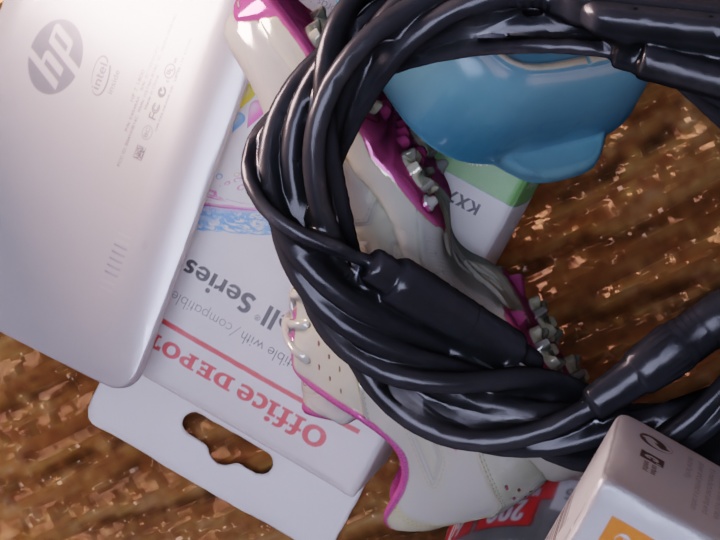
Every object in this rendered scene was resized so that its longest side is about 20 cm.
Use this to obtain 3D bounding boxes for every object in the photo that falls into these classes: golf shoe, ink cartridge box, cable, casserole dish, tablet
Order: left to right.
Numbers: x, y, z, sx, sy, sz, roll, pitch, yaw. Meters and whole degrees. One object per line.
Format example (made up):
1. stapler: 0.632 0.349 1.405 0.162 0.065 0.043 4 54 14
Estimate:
1. tablet: -0.092 -0.070 1.080 0.130 0.014 0.201 24 95 39
2. ink cartridge box: -0.019 0.000 1.088 0.117 0.067 0.201 29 101 5
3. golf shoe: 0.000 0.000 1.016 0.091 0.075 0.200 -32 92 14
4. casserole dish: 0.036 -0.126 1.026 0.039 0.121 0.201 -39 72 47
5. cable: 0.061 -0.017 0.957 0.199 0.051 0.164 4 105 1

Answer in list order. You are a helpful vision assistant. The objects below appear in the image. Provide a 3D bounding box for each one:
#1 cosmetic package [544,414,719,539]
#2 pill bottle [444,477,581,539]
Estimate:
1. cosmetic package: 0.140 0.142 0.926 0.199 0.071 0.102 29 107 2
2. pill bottle: 0.056 0.174 1.021 0.113 0.200 0.114 15 143 12
